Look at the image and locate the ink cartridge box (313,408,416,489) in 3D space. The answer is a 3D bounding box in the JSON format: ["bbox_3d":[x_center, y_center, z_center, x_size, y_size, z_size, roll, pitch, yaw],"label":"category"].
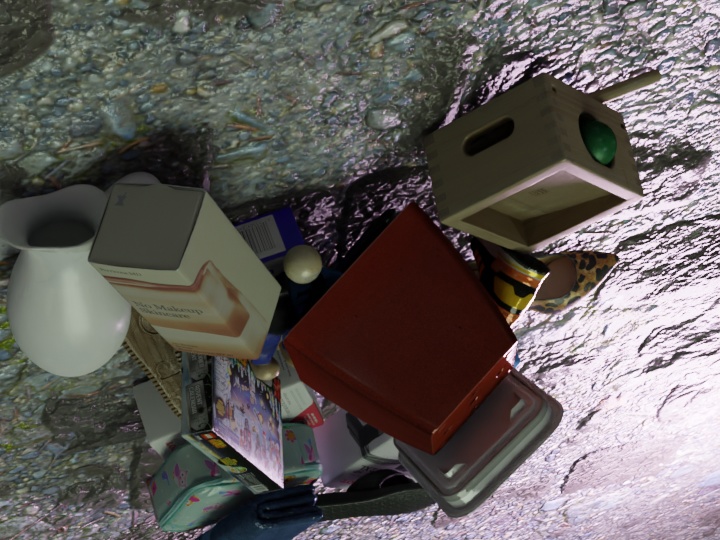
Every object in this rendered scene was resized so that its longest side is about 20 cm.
[{"bbox_3d":[0.056,0.204,1.897,0.145,0.084,0.200,16,137,-44],"label":"ink cartridge box"}]

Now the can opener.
[{"bbox_3d":[0.000,0.000,1.692,0.063,0.079,0.200,26,135,-4],"label":"can opener"}]

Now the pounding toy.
[{"bbox_3d":[0.200,-0.130,1.537,0.200,0.143,0.184,-27,152,33],"label":"pounding toy"}]

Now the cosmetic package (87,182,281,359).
[{"bbox_3d":[-0.163,0.004,1.419,0.103,0.088,0.200,5,155,24],"label":"cosmetic package"}]

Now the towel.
[{"bbox_3d":[-0.138,0.320,1.813,0.111,0.049,0.200,-3,155,-38],"label":"towel"}]

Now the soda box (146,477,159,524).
[{"bbox_3d":[-0.190,0.280,2.018,0.200,0.069,0.064,-29,151,17],"label":"soda box"}]

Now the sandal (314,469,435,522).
[{"bbox_3d":[0.010,0.278,1.868,0.200,0.048,0.075,-4,151,-11],"label":"sandal"}]

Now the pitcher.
[{"bbox_3d":[-0.266,0.001,1.459,0.171,0.121,0.200,-25,144,-26],"label":"pitcher"}]

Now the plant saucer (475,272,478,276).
[{"bbox_3d":[0.089,0.090,1.744,0.199,0.027,0.201,-9,108,-29],"label":"plant saucer"}]

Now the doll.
[{"bbox_3d":[-0.071,0.037,1.574,0.136,0.049,0.200,-20,150,-22],"label":"doll"}]

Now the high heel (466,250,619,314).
[{"bbox_3d":[0.215,0.002,1.811,0.199,0.072,0.143,-20,153,9],"label":"high heel"}]

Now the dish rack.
[{"bbox_3d":[0.119,0.171,1.649,0.172,0.200,0.044,-45,115,-3],"label":"dish rack"}]

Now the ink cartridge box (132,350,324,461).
[{"bbox_3d":[-0.159,0.166,1.829,0.199,0.086,0.148,-23,152,0],"label":"ink cartridge box"}]

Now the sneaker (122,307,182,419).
[{"bbox_3d":[-0.212,0.064,1.650,0.071,0.113,0.200,-17,121,11],"label":"sneaker"}]

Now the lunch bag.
[{"bbox_3d":[-0.150,0.257,1.824,0.199,0.077,0.160,-4,150,-32],"label":"lunch bag"}]

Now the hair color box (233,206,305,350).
[{"bbox_3d":[-0.109,0.020,1.635,0.109,0.065,0.200,-18,153,-6],"label":"hair color box"}]

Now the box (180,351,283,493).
[{"bbox_3d":[-0.139,0.149,1.632,0.040,0.137,0.200,-12,151,15],"label":"box"}]

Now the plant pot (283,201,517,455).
[{"bbox_3d":[0.057,0.081,1.575,0.200,0.176,0.200,-47,167,-10],"label":"plant pot"}]

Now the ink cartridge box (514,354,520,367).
[{"bbox_3d":[0.092,0.127,1.945,0.199,0.068,0.116,-2,146,-29],"label":"ink cartridge box"}]

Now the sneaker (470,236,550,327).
[{"bbox_3d":[0.151,0.011,1.681,0.070,0.200,0.090,25,96,-11],"label":"sneaker"}]
